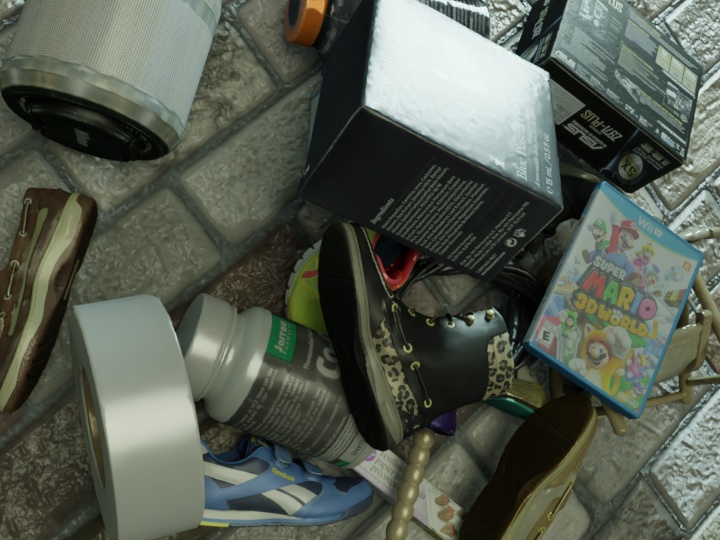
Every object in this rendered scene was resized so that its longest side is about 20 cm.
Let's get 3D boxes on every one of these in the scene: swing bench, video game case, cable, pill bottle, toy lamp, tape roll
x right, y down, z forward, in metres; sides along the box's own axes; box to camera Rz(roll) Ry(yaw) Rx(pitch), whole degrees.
[{"bbox_3d":[0.306,0.066,1.015,0.199,0.130,0.200,-9,83,-22],"label":"swing bench"},{"bbox_3d":[0.260,0.029,0.925,0.143,0.018,0.200,33,69,-11],"label":"video game case"},{"bbox_3d":[0.104,0.044,0.944,0.200,0.051,0.163,-24,69,-36],"label":"cable"},{"bbox_3d":[-0.077,0.103,0.859,0.200,0.113,0.113,24,76,-19],"label":"pill bottle"},{"bbox_3d":[0.025,-0.250,0.940,0.200,0.106,0.106,8,82,-21],"label":"pill bottle"},{"bbox_3d":[0.051,0.204,0.889,0.058,0.058,0.200,21,76,-19],"label":"toy lamp"},{"bbox_3d":[-0.191,0.123,0.763,0.071,0.202,0.203,-10,89,-22],"label":"tape roll"}]

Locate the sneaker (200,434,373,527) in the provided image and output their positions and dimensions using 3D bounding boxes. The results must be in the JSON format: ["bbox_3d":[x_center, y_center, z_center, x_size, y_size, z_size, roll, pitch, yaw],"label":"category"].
[{"bbox_3d":[-0.079,0.200,0.871,0.200,0.074,0.082,6,80,-23],"label":"sneaker"}]

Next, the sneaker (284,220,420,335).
[{"bbox_3d":[0.000,0.000,0.883,0.078,0.090,0.200,31,105,-32],"label":"sneaker"}]

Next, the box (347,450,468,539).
[{"bbox_3d":[0.062,0.239,0.942,0.200,0.041,0.039,41,71,-15],"label":"box"}]

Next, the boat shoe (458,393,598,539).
[{"bbox_3d":[0.179,0.218,0.934,0.200,0.074,0.066,-51,126,-6],"label":"boat shoe"}]

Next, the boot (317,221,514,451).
[{"bbox_3d":[0.051,0.045,0.828,0.154,0.073,0.204,-15,93,-28],"label":"boot"}]

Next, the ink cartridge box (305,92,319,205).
[{"bbox_3d":[0.049,-0.118,0.956,0.200,0.068,0.116,6,83,-22],"label":"ink cartridge box"}]

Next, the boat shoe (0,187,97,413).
[{"bbox_3d":[-0.300,0.021,0.805,0.075,0.075,0.203,17,72,-6],"label":"boat shoe"}]

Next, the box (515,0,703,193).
[{"bbox_3d":[0.275,-0.213,1.026,0.200,0.086,0.164,32,57,-16],"label":"box"}]

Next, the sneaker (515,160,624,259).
[{"bbox_3d":[0.209,-0.069,1.019,0.199,0.076,0.114,7,105,-38],"label":"sneaker"}]

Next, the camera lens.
[{"bbox_3d":[-0.215,-0.208,0.807,0.160,0.160,0.200,19,78,-19],"label":"camera lens"}]

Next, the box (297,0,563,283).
[{"bbox_3d":[0.065,-0.126,0.822,0.200,0.117,0.197,23,45,-18],"label":"box"}]

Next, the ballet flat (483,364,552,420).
[{"bbox_3d":[0.138,0.113,0.971,0.200,0.071,0.071,21,77,-17],"label":"ballet flat"}]
